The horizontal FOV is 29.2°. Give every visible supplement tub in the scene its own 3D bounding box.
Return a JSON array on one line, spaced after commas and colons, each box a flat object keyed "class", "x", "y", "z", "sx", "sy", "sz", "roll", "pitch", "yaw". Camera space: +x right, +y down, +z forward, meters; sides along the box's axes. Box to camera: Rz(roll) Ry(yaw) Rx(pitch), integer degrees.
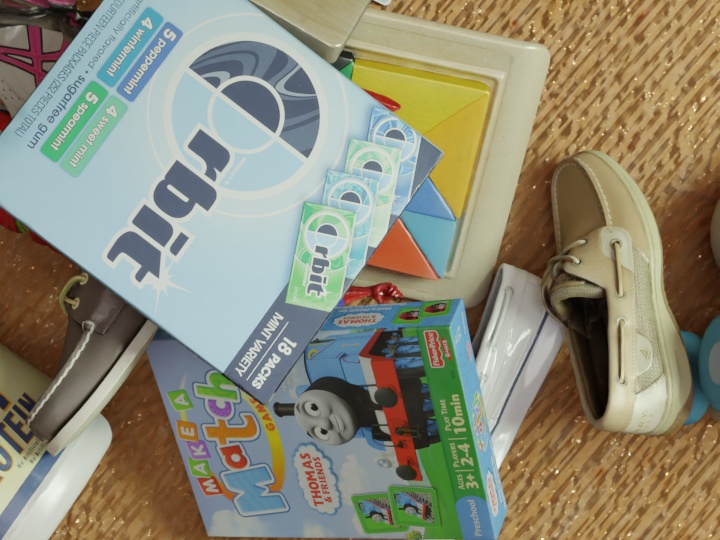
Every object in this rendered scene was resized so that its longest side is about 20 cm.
[{"class": "supplement tub", "x": -0.267, "y": 0.098, "z": 0.836, "sx": 0.199, "sy": 0.145, "sz": 0.146, "roll": 36, "pitch": 89, "yaw": -6}]

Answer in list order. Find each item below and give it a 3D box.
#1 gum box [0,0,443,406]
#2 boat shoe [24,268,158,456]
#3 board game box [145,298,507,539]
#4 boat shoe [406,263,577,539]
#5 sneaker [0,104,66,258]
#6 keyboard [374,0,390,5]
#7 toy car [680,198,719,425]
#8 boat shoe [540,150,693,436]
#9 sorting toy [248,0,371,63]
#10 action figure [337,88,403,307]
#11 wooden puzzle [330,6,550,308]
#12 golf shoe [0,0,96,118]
[{"class": "gum box", "x": -0.083, "y": -0.054, "z": 0.759, "sx": 0.199, "sy": 0.045, "sz": 0.171, "roll": 36, "pitch": 83, "yaw": -3}, {"class": "boat shoe", "x": -0.138, "y": 0.012, "z": 0.804, "sx": 0.059, "sy": 0.072, "sz": 0.201, "roll": 36, "pitch": 72, "yaw": -10}, {"class": "board game box", "x": -0.021, "y": 0.095, "z": 0.849, "sx": 0.197, "sy": 0.037, "sz": 0.153, "roll": -3, "pitch": 118, "yaw": 22}, {"class": "boat shoe", "x": 0.070, "y": 0.092, "z": 0.913, "sx": 0.065, "sy": 0.074, "sz": 0.202, "roll": 29, "pitch": 79, "yaw": -2}, {"class": "sneaker", "x": -0.193, "y": -0.049, "z": 0.866, "sx": 0.198, "sy": 0.085, "sz": 0.078, "roll": 25, "pitch": 89, "yaw": -7}, {"class": "keyboard", "x": -0.059, "y": -0.243, "z": 0.909, "sx": 0.198, "sy": 0.011, "sz": 0.057, "roll": 25, "pitch": 90, "yaw": -6}, {"class": "toy car", "x": 0.283, "y": -0.003, "z": 0.885, "sx": 0.182, "sy": 0.177, "sz": 0.203, "roll": 3, "pitch": 80, "yaw": -16}, {"class": "boat shoe", "x": 0.150, "y": 0.007, "z": 0.870, "sx": 0.064, "sy": 0.071, "sz": 0.202, "roll": 3, "pitch": 55, "yaw": -24}, {"class": "sorting toy", "x": -0.053, "y": -0.259, "z": 0.828, "sx": 0.198, "sy": 0.070, "sz": 0.200, "roll": 30, "pitch": 60, "yaw": -2}, {"class": "action figure", "x": 0.000, "y": 0.000, "z": 0.858, "sx": 0.098, "sy": 0.065, "sz": 0.202, "roll": 23, "pitch": 115, "yaw": 1}, {"class": "wooden puzzle", "x": 0.007, "y": -0.071, "z": 0.878, "sx": 0.197, "sy": 0.037, "sz": 0.187, "roll": 9, "pitch": 115, "yaw": -8}, {"class": "golf shoe", "x": -0.176, "y": -0.121, "z": 0.848, "sx": 0.199, "sy": 0.072, "sz": 0.093, "roll": 33, "pitch": 115, "yaw": 26}]
